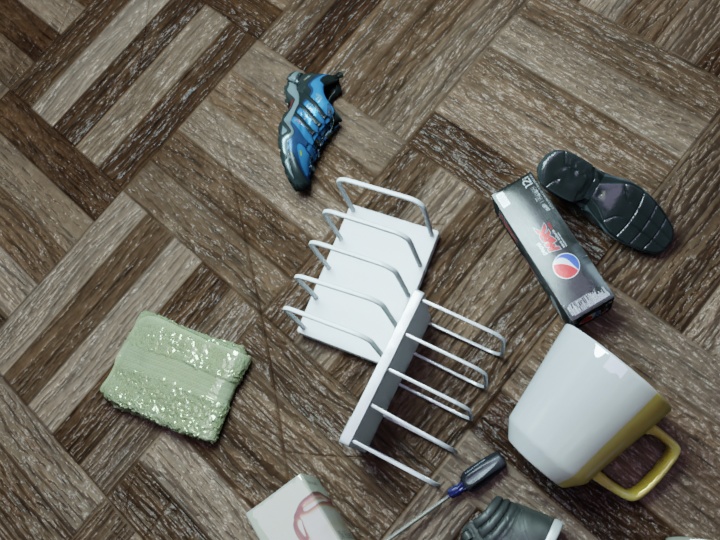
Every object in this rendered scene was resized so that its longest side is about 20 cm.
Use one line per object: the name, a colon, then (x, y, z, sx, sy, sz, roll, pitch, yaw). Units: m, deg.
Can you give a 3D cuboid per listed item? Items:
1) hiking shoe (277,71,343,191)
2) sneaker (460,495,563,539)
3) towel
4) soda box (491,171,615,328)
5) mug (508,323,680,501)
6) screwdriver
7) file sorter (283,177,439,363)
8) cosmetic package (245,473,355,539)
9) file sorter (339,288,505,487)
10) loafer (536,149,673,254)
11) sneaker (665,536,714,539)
hiking shoe: (-0.073, -0.216, 1.090, 0.086, 0.074, 0.202, -3, 71, 13)
sneaker: (0.148, 0.359, 0.852, 0.099, 0.071, 0.201, 28, 74, 22)
towel: (-0.265, 0.150, 1.033, 0.198, 0.037, 0.150, 18, 78, 18)
soda box: (0.250, -0.025, 0.952, 0.063, 0.071, 0.201, -29, 69, 5)
mug: (0.267, 0.180, 0.847, 0.186, 0.149, 0.153, 41, 92, 28)
screwdriver: (0.096, 0.288, 0.908, 0.199, 0.028, 0.029, -32, 37, 2)
file sorter: (0.000, 0.000, 0.967, 0.138, 0.125, 0.202, 18, 77, 19)
cosmetic package: (-0.043, 0.357, 0.877, 0.087, 0.103, 0.201, -36, 69, -3)
file sorter: (0.082, 0.153, 0.898, 0.124, 0.139, 0.201, 25, 79, 16)
loafer: (0.322, -0.094, 0.960, 0.199, 0.072, 0.073, 37, 99, 1)
sneaker: (0.425, 0.362, 0.779, 0.198, 0.075, 0.107, 15, 73, 16)
